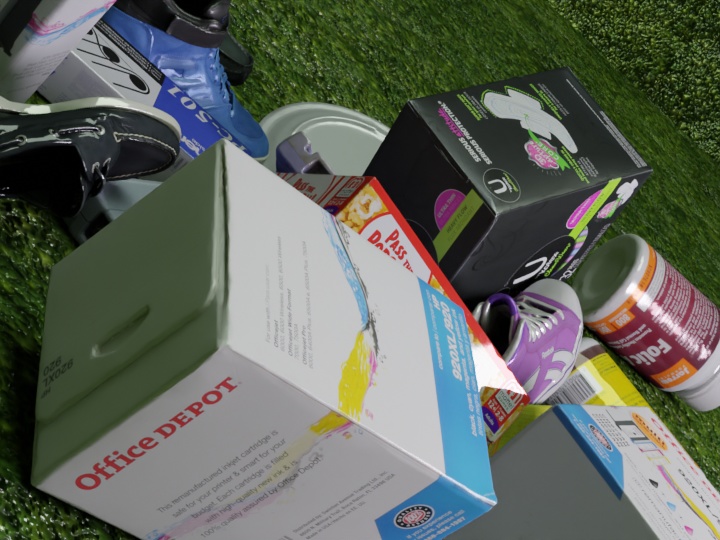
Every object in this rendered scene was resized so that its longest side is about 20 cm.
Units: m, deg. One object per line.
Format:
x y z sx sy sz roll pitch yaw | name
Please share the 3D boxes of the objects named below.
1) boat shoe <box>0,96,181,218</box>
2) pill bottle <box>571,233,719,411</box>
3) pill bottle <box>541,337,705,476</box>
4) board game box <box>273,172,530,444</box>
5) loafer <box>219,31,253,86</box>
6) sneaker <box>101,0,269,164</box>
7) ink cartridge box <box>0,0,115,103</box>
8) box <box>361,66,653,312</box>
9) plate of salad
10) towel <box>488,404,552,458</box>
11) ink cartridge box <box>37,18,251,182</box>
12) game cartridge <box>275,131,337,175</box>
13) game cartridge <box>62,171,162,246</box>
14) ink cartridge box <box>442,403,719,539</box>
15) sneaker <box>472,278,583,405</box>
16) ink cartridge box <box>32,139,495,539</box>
-0.187 -0.064 1.009 0.198 0.074 0.067 5 57 -46 | boat shoe
0.337 0.062 1.873 0.200 0.114 0.115 39 20 -20 | pill bottle
0.212 0.163 1.398 0.201 0.109 0.109 53 19 16 | pill bottle
0.010 0.024 1.151 0.201 0.046 0.151 54 -22 -24 | board game box
-0.164 -0.241 1.452 0.200 0.070 0.068 42 19 -16 | loafer
-0.122 -0.165 1.325 0.199 0.111 0.077 36 21 -31 | sneaker
-0.223 -0.218 1.072 0.148 0.200 0.086 47 19 2 | ink cartridge box
0.108 -0.061 1.368 0.199 0.149 0.125 -15 60 -42 | box
-0.008 -0.066 1.447 0.198 0.048 0.201 19 42 -18 | plate of salad
0.114 0.143 1.270 0.018 0.087 0.199 17 3 29 | towel
-0.170 -0.122 1.238 0.200 0.044 0.094 42 21 -16 | ink cartridge box
0.000 0.000 1.289 0.201 0.038 0.130 52 -19 15 | game cartridge
-0.110 0.018 1.105 0.201 0.040 0.133 53 16 16 | game cartridge
0.165 0.193 1.175 0.148 0.145 0.199 53 19 21 | ink cartridge box
0.128 0.048 1.317 0.072 0.115 0.201 17 43 19 | sneaker
-0.052 0.063 0.900 0.199 0.147 0.146 35 34 -35 | ink cartridge box
